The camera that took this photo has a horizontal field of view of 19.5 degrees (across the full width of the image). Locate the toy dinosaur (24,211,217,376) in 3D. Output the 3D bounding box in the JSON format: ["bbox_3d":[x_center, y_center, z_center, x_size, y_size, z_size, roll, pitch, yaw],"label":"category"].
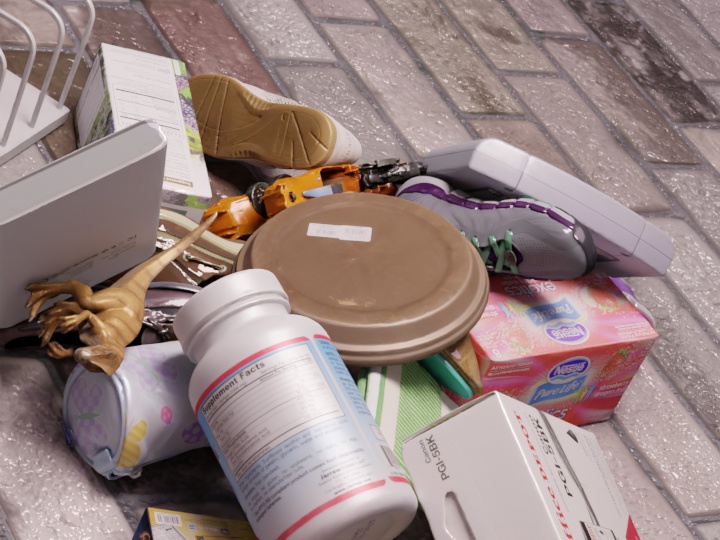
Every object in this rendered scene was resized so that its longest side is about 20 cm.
[{"bbox_3d":[-0.176,0.027,1.488,0.105,0.061,0.200,5,32,10],"label":"toy dinosaur"}]

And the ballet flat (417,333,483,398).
[{"bbox_3d":[0.030,0.024,1.637,0.199,0.068,0.072,30,68,29],"label":"ballet flat"}]

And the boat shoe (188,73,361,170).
[{"bbox_3d":[-0.083,-0.121,1.847,0.199,0.071,0.069,22,3,38],"label":"boat shoe"}]

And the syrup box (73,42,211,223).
[{"bbox_3d":[-0.185,-0.098,1.755,0.081,0.079,0.201,11,35,-23],"label":"syrup box"}]

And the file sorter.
[{"bbox_3d":[-0.329,-0.172,1.715,0.138,0.125,0.200,31,33,9],"label":"file sorter"}]

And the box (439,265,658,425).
[{"bbox_3d":[0.134,0.068,1.727,0.199,0.103,0.095,-5,44,-41],"label":"box"}]

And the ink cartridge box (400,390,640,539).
[{"bbox_3d":[0.125,0.179,1.474,0.200,0.083,0.147,26,38,-62],"label":"ink cartridge box"}]

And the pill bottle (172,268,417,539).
[{"bbox_3d":[-0.051,0.103,1.436,0.108,0.109,0.201,-8,59,-42],"label":"pill bottle"}]

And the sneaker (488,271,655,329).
[{"bbox_3d":[0.167,0.011,1.862,0.199,0.081,0.089,27,27,-10],"label":"sneaker"}]

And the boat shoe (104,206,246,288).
[{"bbox_3d":[-0.141,0.004,1.651,0.201,0.075,0.075,13,41,-21],"label":"boat shoe"}]

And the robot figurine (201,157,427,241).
[{"bbox_3d":[-0.033,-0.054,1.776,0.199,0.144,0.059,-11,86,-49],"label":"robot figurine"}]

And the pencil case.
[{"bbox_3d":[-0.117,0.094,1.531,0.199,0.083,0.091,-8,63,-41],"label":"pencil case"}]

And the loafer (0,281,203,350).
[{"bbox_3d":[-0.180,0.046,1.581,0.199,0.072,0.063,9,54,-14],"label":"loafer"}]

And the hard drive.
[{"bbox_3d":[-0.200,-0.029,1.458,0.131,0.200,0.026,-27,75,-17],"label":"hard drive"}]

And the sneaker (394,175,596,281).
[{"bbox_3d":[0.092,-0.015,1.684,0.199,0.075,0.087,14,42,39],"label":"sneaker"}]

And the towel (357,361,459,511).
[{"bbox_3d":[0.066,0.148,1.562,0.200,0.023,0.153,46,25,-22],"label":"towel"}]

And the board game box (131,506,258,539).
[{"bbox_3d":[-0.050,0.233,1.427,0.199,0.035,0.136,11,35,-23],"label":"board game box"}]

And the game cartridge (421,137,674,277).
[{"bbox_3d":[0.159,-0.052,1.747,0.199,0.042,0.133,28,-14,-18],"label":"game cartridge"}]

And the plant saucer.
[{"bbox_3d":[0.000,0.000,1.597,0.198,0.030,0.201,1,37,-1],"label":"plant saucer"}]
